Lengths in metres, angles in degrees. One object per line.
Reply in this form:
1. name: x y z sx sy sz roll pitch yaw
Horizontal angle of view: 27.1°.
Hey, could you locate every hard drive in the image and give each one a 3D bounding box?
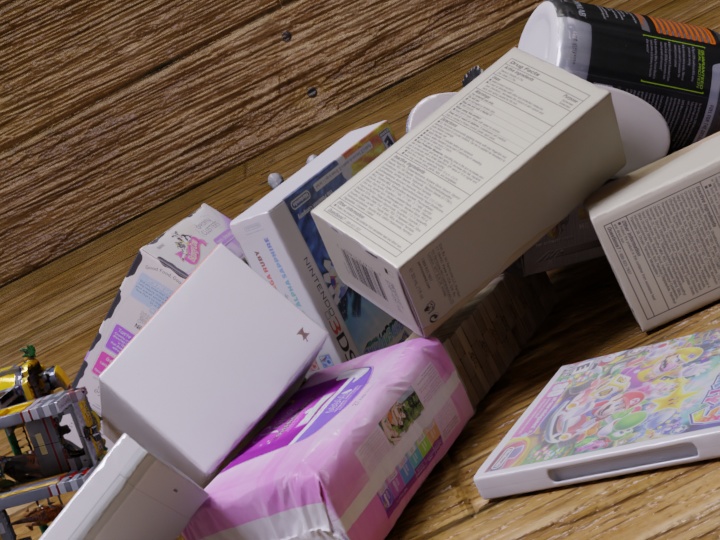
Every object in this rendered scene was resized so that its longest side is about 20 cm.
1. hard drive: -0.167 0.187 0.821 0.200 0.026 0.132 -52 -17 -9

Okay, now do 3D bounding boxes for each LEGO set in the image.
1. LEGO set: -0.189 0.145 0.989 0.115 0.201 0.154 -16 1 14

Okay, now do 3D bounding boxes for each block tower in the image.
1. block tower: 0.087 0.044 1.114 0.054 0.058 0.200 -19 15 33

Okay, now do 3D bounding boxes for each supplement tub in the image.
1. supplement tub: 0.241 -0.160 1.298 0.199 0.123 0.123 10 6 -12

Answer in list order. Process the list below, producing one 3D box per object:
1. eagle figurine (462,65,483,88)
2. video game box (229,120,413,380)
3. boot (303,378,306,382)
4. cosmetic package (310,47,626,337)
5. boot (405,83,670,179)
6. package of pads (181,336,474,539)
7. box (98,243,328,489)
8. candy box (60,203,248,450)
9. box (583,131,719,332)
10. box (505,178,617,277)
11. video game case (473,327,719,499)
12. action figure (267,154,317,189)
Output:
1. eagle figurine: 0.107 -0.082 1.412 0.200 0.151 0.152 -37 47 36
2. video game box: 0.000 0.000 1.183 0.047 0.183 0.200 -14 18 35
3. boot: -0.075 0.077 1.284 0.150 0.073 0.200 -23 9 12
4. cosmetic package: 0.076 -0.058 1.034 0.200 0.073 0.103 -38 44 -17
5. boot: 0.136 -0.105 1.163 0.199 0.073 0.090 6 -3 3
6. package of pads: -0.018 0.124 0.955 0.120 0.076 0.200 -20 14 31
7. box: -0.108 0.082 1.052 0.124 0.097 0.200 -49 -4 -19
8. candy box: -0.180 0.056 1.343 0.201 0.071 0.168 -61 -4 21
9. box: 0.262 -0.047 1.025 0.199 0.095 0.078 -24 12 8
10. box: 0.161 -0.051 1.170 0.199 0.049 0.158 -13 15 -26
11. video game case: 0.177 0.075 0.875 0.199 0.018 0.143 -18 15 38
12. action figure: -0.037 -0.038 1.346 0.118 0.055 0.200 -27 33 0
